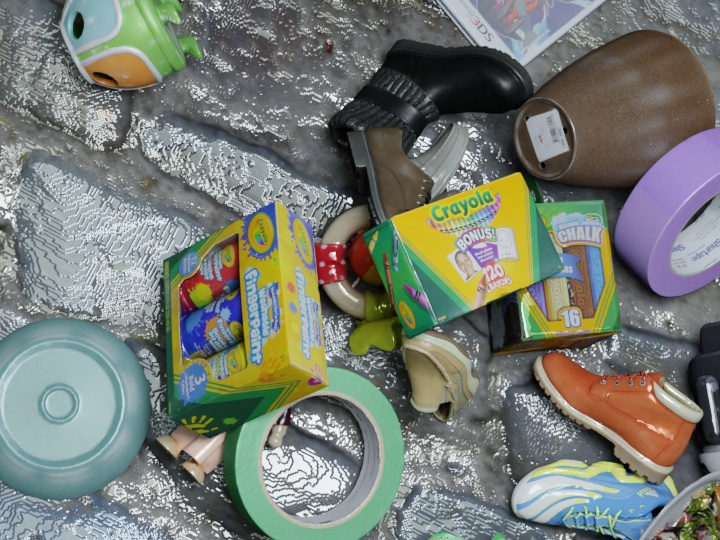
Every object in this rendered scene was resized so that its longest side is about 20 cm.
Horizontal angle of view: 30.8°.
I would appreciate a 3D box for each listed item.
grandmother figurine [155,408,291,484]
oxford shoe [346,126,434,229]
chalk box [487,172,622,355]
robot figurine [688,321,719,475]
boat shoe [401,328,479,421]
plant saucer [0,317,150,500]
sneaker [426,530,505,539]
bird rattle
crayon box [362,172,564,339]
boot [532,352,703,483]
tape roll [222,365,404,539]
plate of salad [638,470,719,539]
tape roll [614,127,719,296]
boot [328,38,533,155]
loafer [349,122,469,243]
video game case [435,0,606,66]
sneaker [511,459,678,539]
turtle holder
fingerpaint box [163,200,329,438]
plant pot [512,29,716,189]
[{"bbox_3d":[-0.127,0.147,1.459,0.121,0.061,0.200,46,76,-8],"label":"grandmother figurine"},{"bbox_3d":[0.046,-0.073,1.423,0.084,0.073,0.202,-13,70,-5],"label":"oxford shoe"},{"bbox_3d":[0.216,-0.012,1.527,0.123,0.125,0.202,-3,79,-12],"label":"chalk box"},{"bbox_3d":[0.450,0.160,1.537,0.149,0.125,0.202,-2,78,-8],"label":"robot figurine"},{"bbox_3d":[0.083,0.121,1.438,0.071,0.200,0.077,22,77,29],"label":"boat shoe"},{"bbox_3d":[-0.329,0.148,1.429,0.198,0.036,0.202,2,77,-10],"label":"plant saucer"},{"bbox_3d":[0.080,0.339,1.459,0.198,0.074,0.084,-7,54,-9],"label":"sneaker"},{"bbox_3d":[0.000,0.000,1.485,0.200,0.113,0.163,41,94,13],"label":"bird rattle"},{"bbox_3d":[0.111,-0.019,1.379,0.199,0.058,0.120,-21,85,-37],"label":"crayon box"},{"bbox_3d":[0.296,0.140,1.503,0.199,0.075,0.108,37,114,14],"label":"boot"},{"bbox_3d":[-0.050,0.205,1.437,0.199,0.048,0.202,0,90,-22],"label":"tape roll"},{"bbox_3d":[0.363,0.311,1.459,0.200,0.201,0.048,-37,50,-17],"label":"plate of salad"},{"bbox_3d":[0.396,-0.066,1.534,0.199,0.201,0.066,-28,53,-16],"label":"tape roll"},{"bbox_3d":[0.081,-0.184,1.516,0.210,0.080,0.158,13,53,35],"label":"boot"},{"bbox_3d":[0.057,-0.101,1.543,0.070,0.070,0.201,39,74,-9],"label":"loafer"},{"bbox_3d":[0.197,-0.366,1.654,0.200,0.023,0.183,-39,88,-17],"label":"video game case"},{"bbox_3d":[0.276,0.264,1.480,0.198,0.105,0.076,-5,108,-13],"label":"sneaker"},{"bbox_3d":[-0.277,-0.294,1.486,0.131,0.141,0.187,-27,93,2],"label":"turtle holder"},{"bbox_3d":[-0.127,0.052,1.393,0.166,0.073,0.201,-25,54,26],"label":"fingerpaint box"},{"bbox_3d":[0.275,-0.171,1.506,0.199,0.187,0.188,-18,81,-39],"label":"plant pot"}]
